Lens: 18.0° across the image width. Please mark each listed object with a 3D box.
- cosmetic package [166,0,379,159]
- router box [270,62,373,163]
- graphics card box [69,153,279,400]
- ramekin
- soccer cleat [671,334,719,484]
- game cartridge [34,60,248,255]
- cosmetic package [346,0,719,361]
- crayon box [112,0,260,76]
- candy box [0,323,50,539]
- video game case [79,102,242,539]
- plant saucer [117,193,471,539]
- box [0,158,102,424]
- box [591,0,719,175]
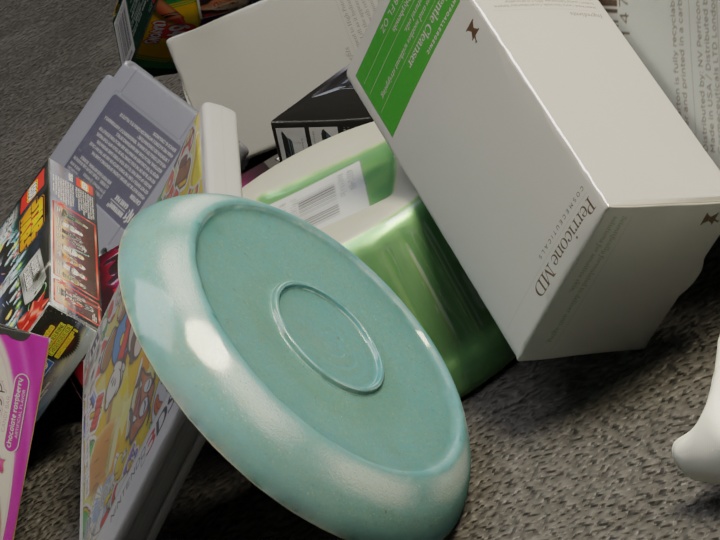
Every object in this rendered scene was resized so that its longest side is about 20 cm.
[{"bbox_3d":[-0.022,-0.152,1.575,0.199,0.102,0.074,-18,6,23],"label":"cosmetic package"},{"bbox_3d":[0.063,-0.104,1.368,0.156,0.053,0.200,1,25,31],"label":"router box"},{"bbox_3d":[-0.097,0.001,1.401,0.199,0.051,0.125,-29,21,-4],"label":"graphics card box"},{"bbox_3d":[0.000,0.000,1.211,0.199,0.098,0.200,-24,21,10],"label":"ramekin"},{"bbox_3d":[0.196,0.017,0.977,0.077,0.070,0.200,-12,29,43],"label":"soccer cleat"},{"bbox_3d":[-0.156,-0.061,1.548,0.133,0.041,0.200,-52,32,0],"label":"game cartridge"},{"bbox_3d":[0.083,-0.066,1.095,0.084,0.108,0.201,-3,46,-32],"label":"cosmetic package"},{"bbox_3d":[-0.080,-0.208,1.660,0.171,0.059,0.200,-9,-13,-16],"label":"crayon box"},{"bbox_3d":[-0.260,0.097,1.266,0.199,0.061,0.137,-2,75,50],"label":"candy box"},{"bbox_3d":[-0.101,0.042,1.135,0.201,0.023,0.183,-97,30,-54],"label":"video game case"},{"bbox_3d":[-0.021,0.036,1.018,0.027,0.200,0.200,-46,12,25],"label":"plant saucer"},{"bbox_3d":[-0.209,0.033,1.369,0.137,0.040,0.200,-52,22,17],"label":"box"},{"bbox_3d":[0.208,-0.154,1.112,0.170,0.200,0.200,-10,12,-28],"label":"box"}]
